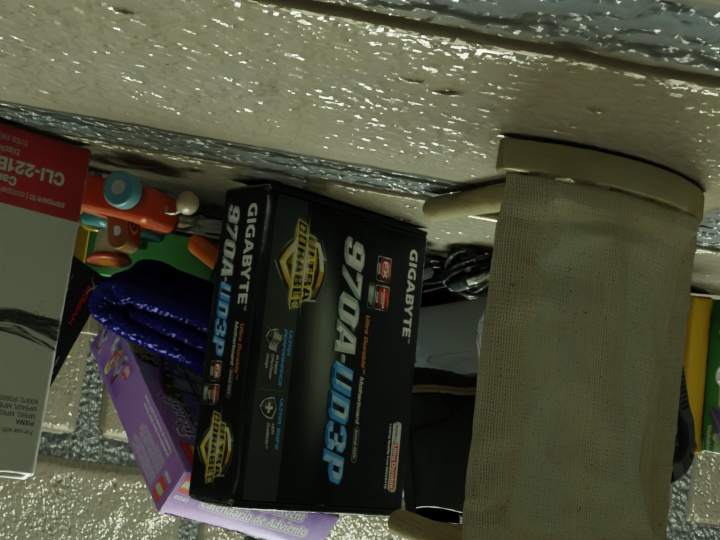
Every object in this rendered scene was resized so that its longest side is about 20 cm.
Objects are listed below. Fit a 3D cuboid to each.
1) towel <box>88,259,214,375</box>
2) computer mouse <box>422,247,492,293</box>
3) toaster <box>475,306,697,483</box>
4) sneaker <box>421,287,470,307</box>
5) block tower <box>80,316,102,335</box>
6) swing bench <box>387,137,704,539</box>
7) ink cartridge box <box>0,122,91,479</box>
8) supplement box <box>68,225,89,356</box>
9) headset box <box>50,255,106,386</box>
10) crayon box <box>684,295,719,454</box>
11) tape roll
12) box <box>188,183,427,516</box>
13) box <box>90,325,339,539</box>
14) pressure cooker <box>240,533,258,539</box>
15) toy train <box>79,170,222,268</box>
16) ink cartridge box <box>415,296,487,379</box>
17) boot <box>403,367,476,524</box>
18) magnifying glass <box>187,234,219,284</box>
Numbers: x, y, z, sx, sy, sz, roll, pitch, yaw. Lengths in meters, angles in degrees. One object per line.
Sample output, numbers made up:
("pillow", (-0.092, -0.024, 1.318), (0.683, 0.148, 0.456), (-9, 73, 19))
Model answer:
("towel", (-0.120, 0.041, 0.926), (0.146, 0.050, 0.200), (19, -176, -2))
("computer mouse", (0.000, 0.000, 0.958), (0.197, 0.054, 0.138), (10, 175, -15))
("toaster", (0.168, 0.091, 0.927), (0.113, 0.203, 0.128), (-23, -162, -33))
("sneaker", (0.028, 0.040, 1.254), (0.197, 0.079, 0.082), (1, 167, 1))
("block tower", (-0.225, 0.042, 1.202), (0.054, 0.059, 0.199), (2, 170, 43))
("swing bench", (0.099, 0.056, 0.636), (0.128, 0.202, 0.200), (9, 175, -7))
("ink cartridge box", (-0.253, 0.016, 0.758), (0.143, 0.203, 0.083), (2, 172, 44))
("supplement box", (-0.329, -0.008, 0.982), (0.198, 0.133, 0.103), (14, 172, -39))
("headset box", (-0.302, 0.017, 0.871), (0.199, 0.150, 0.077), (38, 157, -33))
("crayon box", (0.214, 0.079, 1.016), (0.198, 0.128, 0.051), (4, 179, 34))
("tape roll", (-0.190, -0.003, 1.227), (0.197, 0.049, 0.200), (9, 174, 1))
("box", (-0.030, 0.058, 0.822), (0.046, 0.203, 0.158), (-2, 168, 44))
("box", (-0.110, 0.115, 0.903), (0.136, 0.039, 0.200), (24, -163, -36))
("pressure cooker", (-0.087, 0.147, 1.206), (0.175, 0.201, 0.179), (-30, 170, -17))
("toy train", (-0.164, -0.029, 0.857), (0.148, 0.056, 0.200), (13, 175, 13))
("ink cartridge box", (0.090, 0.116, 1.220), (0.144, 0.085, 0.201), (-9, 146, 0))
("boot", (0.113, 0.168, 1.099), (0.197, 0.140, 0.078), (3, 145, -19))
("magnifying glass", (-0.104, 0.000, 1.032), (0.079, 0.023, 0.200), (19, -177, -28))
